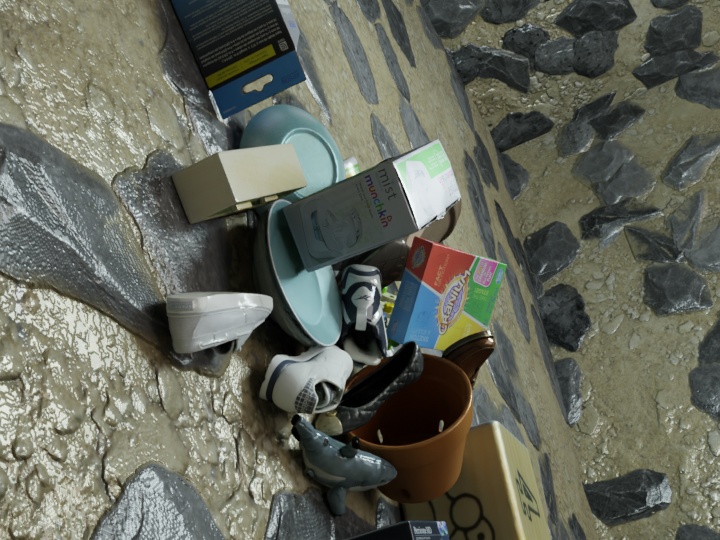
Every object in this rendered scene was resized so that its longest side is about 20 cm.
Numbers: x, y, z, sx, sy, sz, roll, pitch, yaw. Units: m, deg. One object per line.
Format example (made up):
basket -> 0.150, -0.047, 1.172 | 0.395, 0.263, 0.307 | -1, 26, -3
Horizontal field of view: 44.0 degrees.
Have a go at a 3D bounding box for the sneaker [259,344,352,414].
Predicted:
sneaker -> -0.051, 0.146, 1.140 | 0.199, 0.079, 0.078 | -12, 119, -65

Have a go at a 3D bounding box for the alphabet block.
alphabet block -> 0.184, 0.385, 1.432 | 0.196, 0.192, 0.204 | 40, 35, -53

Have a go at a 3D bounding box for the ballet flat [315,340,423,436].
ballet flat -> 0.010, 0.164, 1.241 | 0.198, 0.066, 0.058 | -34, 127, -32

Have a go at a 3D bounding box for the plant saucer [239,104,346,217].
plant saucer -> -0.086, -0.150, 1.304 | 0.198, 0.038, 0.206 | 12, 72, -40

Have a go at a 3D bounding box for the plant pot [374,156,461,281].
plant pot -> 0.079, -0.081, 1.662 | 0.202, 0.197, 0.177 | 56, 39, -35

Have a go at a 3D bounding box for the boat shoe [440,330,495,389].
boat shoe -> 0.152, 0.159, 1.361 | 0.070, 0.201, 0.069 | -3, 62, -27

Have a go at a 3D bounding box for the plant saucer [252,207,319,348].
plant saucer -> -0.101, 0.016, 1.216 | 0.201, 0.049, 0.203 | 57, 22, -37

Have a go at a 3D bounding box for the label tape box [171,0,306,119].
label tape box -> -0.166, -0.337, 1.251 | 0.063, 0.142, 0.204 | -48, 117, -72

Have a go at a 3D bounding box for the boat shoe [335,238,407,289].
boat shoe -> 0.000, 0.000, 1.343 | 0.073, 0.200, 0.074 | 6, 51, -34

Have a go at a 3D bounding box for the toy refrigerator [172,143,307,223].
toy refrigerator -> -0.148, -0.112, 1.141 | 0.071, 0.075, 0.199 | 68, 24, -2

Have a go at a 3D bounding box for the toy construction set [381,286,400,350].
toy construction set -> 0.065, 0.083, 1.480 | 0.200, 0.128, 0.094 | -150, -107, -72

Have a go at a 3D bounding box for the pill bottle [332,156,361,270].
pill bottle -> -0.021, -0.070, 1.441 | 0.204, 0.109, 0.111 | 67, 18, -7

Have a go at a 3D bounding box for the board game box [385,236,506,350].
board game box -> 0.133, 0.044, 1.355 | 0.198, 0.040, 0.156 | 12, 97, -47

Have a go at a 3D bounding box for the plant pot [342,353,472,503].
plant pot -> 0.073, 0.238, 1.294 | 0.202, 0.195, 0.143 | -81, 161, -57

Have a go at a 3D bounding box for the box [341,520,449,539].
box -> 0.067, 0.441, 1.165 | 0.148, 0.105, 0.204 | 30, 42, -62

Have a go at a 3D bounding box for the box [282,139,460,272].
box -> 0.022, -0.088, 1.205 | 0.098, 0.174, 0.200 | 66, 28, -6

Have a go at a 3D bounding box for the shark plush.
shark plush -> -0.030, 0.225, 1.143 | 0.201, 0.082, 0.092 | 57, 25, -33

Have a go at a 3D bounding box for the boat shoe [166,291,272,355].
boat shoe -> -0.153, 0.060, 1.001 | 0.200, 0.070, 0.070 | 1, 90, -78

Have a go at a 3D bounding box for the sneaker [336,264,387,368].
sneaker -> -0.004, 0.103, 1.293 | 0.201, 0.078, 0.132 | 105, -9, -48

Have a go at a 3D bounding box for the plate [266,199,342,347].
plate -> -0.079, 0.006, 1.171 | 0.201, 0.025, 0.203 | 56, 22, -36
